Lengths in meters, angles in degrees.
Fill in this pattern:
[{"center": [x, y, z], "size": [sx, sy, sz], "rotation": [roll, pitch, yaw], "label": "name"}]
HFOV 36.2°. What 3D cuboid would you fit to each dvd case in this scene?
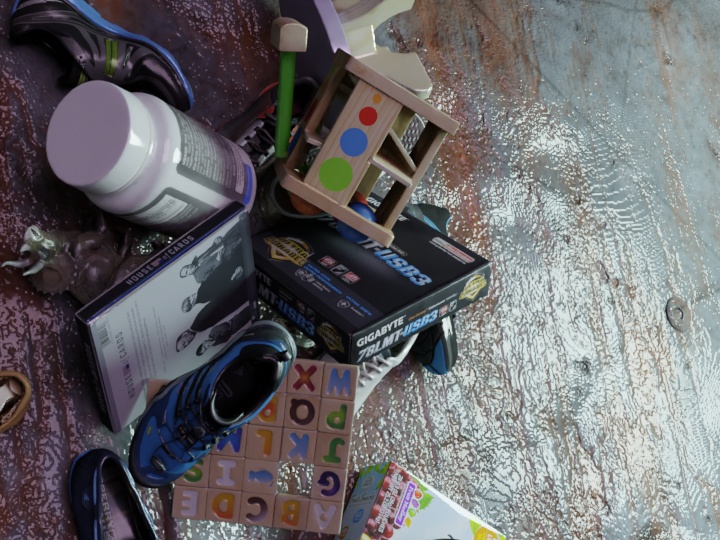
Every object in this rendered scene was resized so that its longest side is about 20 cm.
[{"center": [-0.176, 0.044, 1.047], "size": [0.025, 0.152, 0.200], "rotation": [29, 51, 29], "label": "dvd case"}]

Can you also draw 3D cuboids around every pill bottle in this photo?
[{"center": [-0.194, -0.099, 1.035], "size": [0.200, 0.112, 0.116], "rotation": [27, 57, -61], "label": "pill bottle"}]

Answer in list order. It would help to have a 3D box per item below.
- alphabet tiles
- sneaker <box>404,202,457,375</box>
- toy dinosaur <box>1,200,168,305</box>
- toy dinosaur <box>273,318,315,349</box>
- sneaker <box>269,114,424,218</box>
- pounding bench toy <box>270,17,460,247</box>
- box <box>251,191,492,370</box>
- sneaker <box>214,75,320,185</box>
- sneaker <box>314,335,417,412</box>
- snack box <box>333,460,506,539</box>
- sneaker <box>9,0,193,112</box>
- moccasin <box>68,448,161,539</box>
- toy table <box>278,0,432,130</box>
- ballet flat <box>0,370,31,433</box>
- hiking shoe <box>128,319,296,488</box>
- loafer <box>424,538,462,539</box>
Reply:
[{"center": [-0.108, 0.161, 1.046], "size": [0.197, 0.008, 0.170], "rotation": [6, 100, -2], "label": "alphabet tiles"}, {"center": [0.088, 0.017, 1.255], "size": [0.081, 0.073, 0.203], "rotation": [-4, 78, -35], "label": "sneaker"}, {"center": [-0.246, 0.001, 1.058], "size": [0.199, 0.076, 0.103], "rotation": [35, 66, -33], "label": "toy dinosaur"}, {"center": [-0.008, 0.041, 1.162], "size": [0.197, 0.088, 0.048], "rotation": [-14, 120, -18], "label": "toy dinosaur"}, {"center": [-0.020, -0.109, 1.225], "size": [0.198, 0.084, 0.074], "rotation": [-28, 95, -24], "label": "sneaker"}, {"center": [-0.033, -0.136, 1.093], "size": [0.198, 0.124, 0.157], "rotation": [29, 99, -14], "label": "pounding bench toy"}, {"center": [0.000, 0.000, 1.144], "size": [0.197, 0.199, 0.050], "rotation": [-25, 133, -33], "label": "box"}, {"center": [-0.110, -0.144, 1.171], "size": [0.077, 0.082, 0.201], "rotation": [41, 60, -15], "label": "sneaker"}, {"center": [-0.002, 0.098, 1.173], "size": [0.073, 0.071, 0.201], "rotation": [44, 57, -13], "label": "sneaker"}, {"center": [0.045, 0.328, 1.136], "size": [0.168, 0.067, 0.202], "rotation": [36, 61, -18], "label": "snack box"}, {"center": [-0.261, -0.209, 1.109], "size": [0.198, 0.071, 0.084], "rotation": [29, 67, -16], "label": "sneaker"}, {"center": [-0.215, 0.260, 0.990], "size": [0.080, 0.068, 0.202], "rotation": [-23, 89, -35], "label": "moccasin"}, {"center": [-0.006, -0.257, 1.228], "size": [0.116, 0.184, 0.202], "rotation": [-16, 80, -20], "label": "toy table"}, {"center": [-0.367, 0.141, 0.933], "size": [0.199, 0.063, 0.069], "rotation": [-37, 96, -34], "label": "ballet flat"}, {"center": [-0.142, 0.124, 0.991], "size": [0.074, 0.087, 0.200], "rotation": [43, 97, -8], "label": "hiking shoe"}, {"center": [0.062, 0.301, 1.071], "size": [0.198, 0.071, 0.074], "rotation": [2, 73, -31], "label": "loafer"}]
